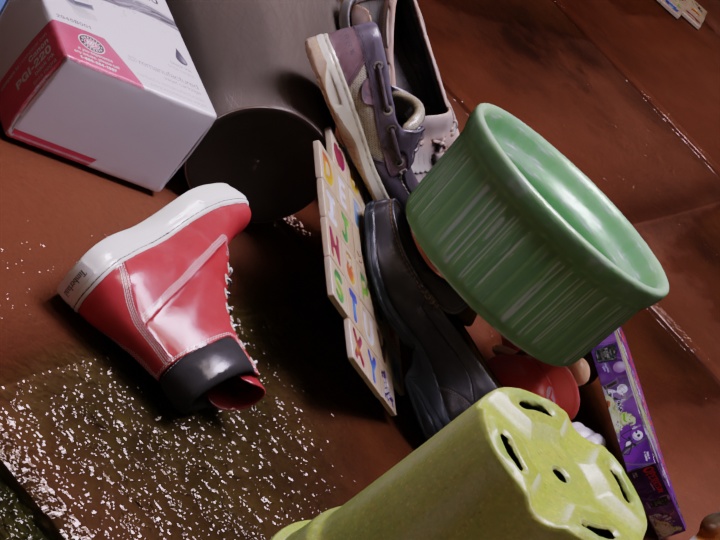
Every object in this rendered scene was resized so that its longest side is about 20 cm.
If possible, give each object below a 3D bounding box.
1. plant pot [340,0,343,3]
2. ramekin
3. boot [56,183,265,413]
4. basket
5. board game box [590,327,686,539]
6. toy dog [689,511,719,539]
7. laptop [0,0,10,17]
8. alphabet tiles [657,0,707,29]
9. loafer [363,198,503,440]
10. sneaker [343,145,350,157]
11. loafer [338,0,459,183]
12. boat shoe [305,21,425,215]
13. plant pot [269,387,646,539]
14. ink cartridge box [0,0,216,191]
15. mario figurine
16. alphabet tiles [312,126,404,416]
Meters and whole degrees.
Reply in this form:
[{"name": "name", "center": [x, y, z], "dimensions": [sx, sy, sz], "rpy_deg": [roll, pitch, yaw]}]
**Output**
[{"name": "plant pot", "center": [-0.098, -0.237, 1.873], "dimensions": [0.201, 0.093, 0.201], "rpy_deg": [35, 22, -17]}, {"name": "ramekin", "center": [0.127, -0.022, 1.616], "dimensions": [0.200, 0.098, 0.200], "rpy_deg": [40, 16, -14]}, {"name": "boot", "center": [-0.102, 0.024, 1.472], "dimensions": [0.144, 0.072, 0.200], "rpy_deg": [44, 32, 4]}, {"name": "basket", "center": [-0.088, -0.143, 1.696], "dimensions": [0.180, 0.136, 0.200], "rpy_deg": [18, 35, -20]}, {"name": "board game box", "center": [0.217, 0.106, 1.758], "dimensions": [0.120, 0.032, 0.200], "rpy_deg": [66, 9, -52]}, {"name": "toy dog", "center": [0.285, 0.275, 1.587], "dimensions": [0.194, 0.140, 0.200], "rpy_deg": [1, 33, -1]}, {"name": "laptop", "center": [-0.343, -0.195, 1.410], "dimensions": [0.200, 0.116, 0.187], "rpy_deg": [36, 24, -15]}, {"name": "alphabet tiles", "center": [0.411, -0.419, 3.050], "dimensions": [0.200, 0.008, 0.167], "rpy_deg": [42, 24, -2]}, {"name": "loafer", "center": [0.059, 0.034, 1.614], "dimensions": [0.200, 0.072, 0.073], "rpy_deg": [69, 15, 8]}, {"name": "sneaker", "center": [0.018, -0.109, 1.861], "dimensions": [0.131, 0.080, 0.200], "rpy_deg": [56, 18, 25]}, {"name": "loafer", "center": [0.041, -0.134, 1.738], "dimensions": [0.072, 0.063, 0.200], "rpy_deg": [-26, 99, -40]}, {"name": "boat shoe", "center": [0.019, -0.111, 1.651], "dimensions": [0.072, 0.065, 0.200], "rpy_deg": [-104, 169, -46]}, {"name": "plant pot", "center": [0.070, 0.178, 1.328], "dimensions": [0.200, 0.184, 0.200], "rpy_deg": [33, 25, -18]}, {"name": "ink cartridge box", "center": [-0.209, -0.170, 1.611], "dimensions": [0.146, 0.085, 0.200], "rpy_deg": [20, 30, -40]}, {"name": "mario figurine", "center": [0.161, 0.078, 1.724], "dimensions": [0.123, 0.106, 0.200], "rpy_deg": [31, 20, 5]}, {"name": "alphabet tiles", "center": [0.000, 0.000, 1.597], "dimensions": [0.166, 0.006, 0.200], "rpy_deg": [55, 24, -55]}]
